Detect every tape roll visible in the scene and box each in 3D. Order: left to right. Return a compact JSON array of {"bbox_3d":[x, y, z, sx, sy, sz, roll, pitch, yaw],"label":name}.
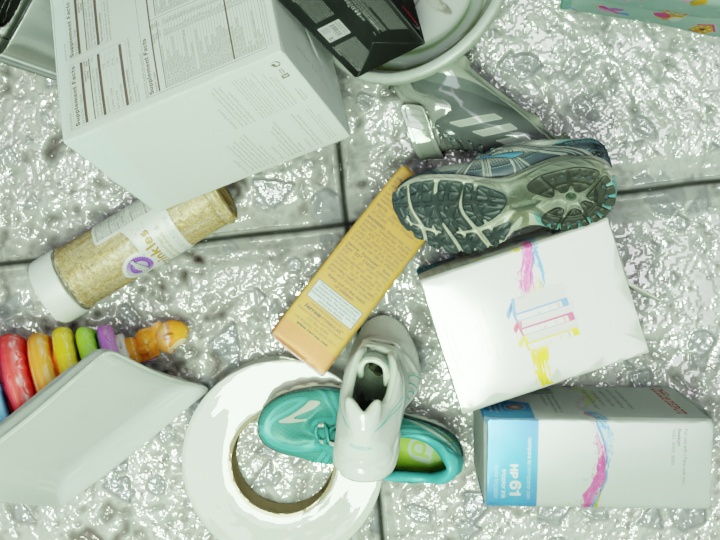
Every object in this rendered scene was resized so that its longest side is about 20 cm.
[{"bbox_3d":[-0.075,0.184,1.036,0.200,0.037,0.205,0,94,2],"label":"tape roll"}]

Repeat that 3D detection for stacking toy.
[{"bbox_3d":[-0.259,0.091,1.015,0.198,0.116,0.111,-18,86,-11],"label":"stacking toy"}]

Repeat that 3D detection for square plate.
[{"bbox_3d":[-0.260,0.145,0.972,0.198,0.200,0.029,-39,67,4],"label":"square plate"}]

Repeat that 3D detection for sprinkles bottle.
[{"bbox_3d":[-0.217,-0.028,1.009,0.199,0.068,0.069,-31,93,4],"label":"sprinkles bottle"}]

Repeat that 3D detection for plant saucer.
[{"bbox_3d":[0.054,-0.254,0.962,0.198,0.050,0.202,-11,68,27],"label":"plant saucer"}]

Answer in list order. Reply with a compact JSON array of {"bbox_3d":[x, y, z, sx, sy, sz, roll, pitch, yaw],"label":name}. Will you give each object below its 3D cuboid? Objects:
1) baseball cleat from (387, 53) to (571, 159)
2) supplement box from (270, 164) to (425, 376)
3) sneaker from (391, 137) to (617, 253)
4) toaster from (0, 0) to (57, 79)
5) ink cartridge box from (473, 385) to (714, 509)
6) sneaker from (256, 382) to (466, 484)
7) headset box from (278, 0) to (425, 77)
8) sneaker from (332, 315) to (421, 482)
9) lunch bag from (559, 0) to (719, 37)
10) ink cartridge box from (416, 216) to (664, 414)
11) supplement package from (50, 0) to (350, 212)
[{"bbox_3d":[0.113,-0.127,0.994,0.200,0.070,0.107,42,101,9],"label":"baseball cleat"},{"bbox_3d":[0.000,0.000,0.986,0.069,0.067,0.201,36,85,-2],"label":"supplement box"},{"bbox_3d":[0.127,-0.073,0.931,0.198,0.087,0.078,-5,125,19],"label":"sneaker"},{"bbox_3d":[-0.318,-0.288,0.950,0.199,0.119,0.182,29,96,18],"label":"toaster"},{"bbox_3d":[0.207,0.158,0.968,0.198,0.145,0.086,-1,95,3],"label":"ink cartridge box"},{"bbox_3d":[0.001,0.153,0.973,0.198,0.080,0.078,10,95,1],"label":"sneaker"},{"bbox_3d":[-0.026,-0.293,0.903,0.074,0.148,0.202,-22,63,20],"label":"headset box"},{"bbox_3d":[0.019,0.094,0.947,0.070,0.201,0.081,4,123,5],"label":"sneaker"},{"bbox_3d":[0.280,-0.328,0.938,0.169,0.122,0.202,12,87,4],"label":"lunch bag"},{"bbox_3d":[0.164,0.031,0.968,0.198,0.129,0.126,-19,94,3],"label":"ink cartridge box"},{"bbox_3d":[-0.137,-0.174,0.912,0.198,0.152,0.152,-19,65,14],"label":"supplement package"}]
